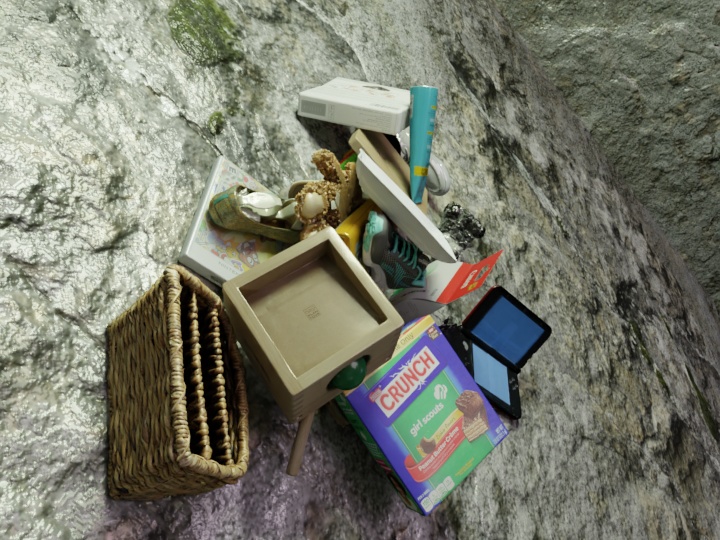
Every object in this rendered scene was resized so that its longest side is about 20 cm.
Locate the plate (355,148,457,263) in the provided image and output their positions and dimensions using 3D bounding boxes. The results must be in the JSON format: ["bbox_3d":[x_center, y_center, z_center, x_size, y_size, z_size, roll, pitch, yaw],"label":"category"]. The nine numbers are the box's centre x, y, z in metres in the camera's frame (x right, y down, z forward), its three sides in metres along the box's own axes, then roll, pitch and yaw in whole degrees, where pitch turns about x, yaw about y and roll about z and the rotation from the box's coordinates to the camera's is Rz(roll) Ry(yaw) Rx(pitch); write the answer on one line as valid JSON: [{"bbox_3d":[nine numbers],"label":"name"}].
[{"bbox_3d":[0.058,-0.095,0.916,0.200,0.032,0.200,46,11,-10],"label":"plate"}]

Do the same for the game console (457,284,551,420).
[{"bbox_3d":[0.282,0.162,1.179,0.199,0.118,0.174,35,41,-29],"label":"game console"}]

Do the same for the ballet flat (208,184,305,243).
[{"bbox_3d":[-0.122,-0.082,0.876,0.198,0.070,0.072,7,59,-48],"label":"ballet flat"}]

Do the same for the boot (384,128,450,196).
[{"bbox_3d":[0.108,-0.238,1.318,0.095,0.074,0.201,-25,76,-48],"label":"boot"}]

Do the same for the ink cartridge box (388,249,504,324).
[{"bbox_3d":[0.133,0.020,1.032,0.050,0.199,0.161,53,35,-5],"label":"ink cartridge box"}]

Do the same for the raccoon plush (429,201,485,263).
[{"bbox_3d":[0.186,-0.062,1.290,0.096,0.135,0.200,39,4,0],"label":"raccoon plush"}]

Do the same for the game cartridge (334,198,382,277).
[{"bbox_3d":[0.000,0.000,0.922,0.200,0.032,0.180,-50,143,-64],"label":"game cartridge"}]

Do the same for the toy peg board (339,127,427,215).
[{"bbox_3d":[0.030,-0.169,1.160,0.201,0.097,0.200,49,21,-15],"label":"toy peg board"}]

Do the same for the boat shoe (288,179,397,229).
[{"bbox_3d":[-0.026,-0.114,1.027,0.196,0.073,0.065,9,26,-14],"label":"boat shoe"}]

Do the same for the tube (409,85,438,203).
[{"bbox_3d":[0.107,-0.223,1.095,0.077,0.050,0.204,-17,112,-65],"label":"tube"}]

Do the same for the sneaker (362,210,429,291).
[{"bbox_3d":[0.056,-0.025,0.900,0.200,0.089,0.079,63,34,-66],"label":"sneaker"}]

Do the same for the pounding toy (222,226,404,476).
[{"bbox_3d":[-0.060,0.097,0.736,0.182,0.143,0.201,-29,67,-22],"label":"pounding toy"}]

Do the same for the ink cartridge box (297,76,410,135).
[{"bbox_3d":[0.007,-0.313,1.154,0.197,0.045,0.176,16,30,17],"label":"ink cartridge box"}]

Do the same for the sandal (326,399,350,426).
[{"bbox_3d":[-0.004,0.138,0.905,0.081,0.054,0.201,48,37,-14],"label":"sandal"}]

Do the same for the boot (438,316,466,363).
[{"bbox_3d":[0.134,0.182,1.026,0.162,0.072,0.202,3,77,-65],"label":"boot"}]

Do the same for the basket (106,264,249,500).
[{"bbox_3d":[-0.168,0.121,0.638,0.141,0.148,0.203,15,52,-43],"label":"basket"}]

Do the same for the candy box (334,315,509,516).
[{"bbox_3d":[0.079,0.191,0.833,0.168,0.077,0.201,-35,90,-23],"label":"candy box"}]

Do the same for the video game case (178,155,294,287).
[{"bbox_3d":[-0.156,-0.046,0.884,0.181,0.023,0.202,36,41,-29],"label":"video game case"}]

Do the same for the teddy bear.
[{"bbox_3d":[-0.055,-0.095,0.892,0.202,0.066,0.147,-73,151,-46],"label":"teddy bear"}]
